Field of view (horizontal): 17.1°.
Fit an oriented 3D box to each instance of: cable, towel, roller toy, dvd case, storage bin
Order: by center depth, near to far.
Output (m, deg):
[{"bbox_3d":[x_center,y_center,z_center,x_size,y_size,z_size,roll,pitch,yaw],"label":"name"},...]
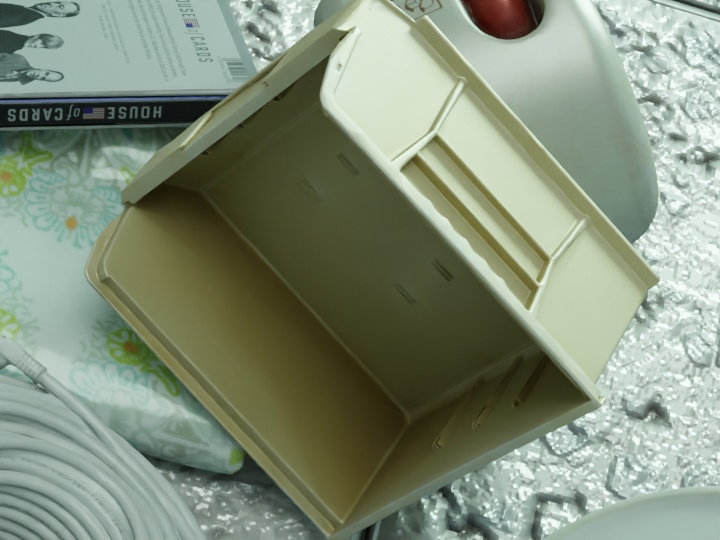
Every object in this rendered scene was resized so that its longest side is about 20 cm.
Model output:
[{"bbox_3d":[-0.157,0.134,1.080,0.200,0.069,0.200,39,30,-2],"label":"cable"},{"bbox_3d":[0.000,0.000,1.128,0.199,0.200,0.094,47,47,-10],"label":"storage bin"},{"bbox_3d":[-0.126,-0.002,1.236,0.171,0.048,0.200,13,55,-3],"label":"towel"},{"bbox_3d":[0.057,-0.080,1.236,0.139,0.182,0.201,-23,90,-4],"label":"roller toy"},{"bbox_3d":[-0.162,-0.120,1.285,0.199,0.025,0.150,-1,32,-14],"label":"dvd case"}]

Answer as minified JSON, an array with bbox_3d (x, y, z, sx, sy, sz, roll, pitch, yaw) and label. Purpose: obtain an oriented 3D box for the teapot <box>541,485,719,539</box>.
[{"bbox_3d":[0.138,0.198,0.988,0.199,0.146,0.198,-13,30,13],"label":"teapot"}]
